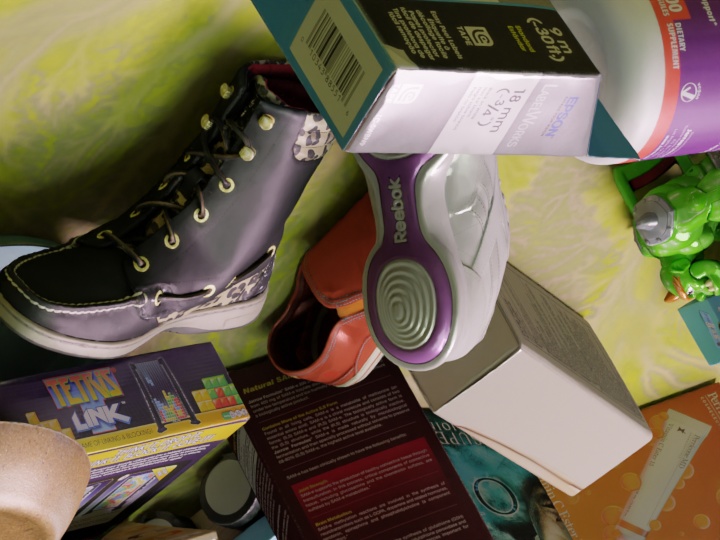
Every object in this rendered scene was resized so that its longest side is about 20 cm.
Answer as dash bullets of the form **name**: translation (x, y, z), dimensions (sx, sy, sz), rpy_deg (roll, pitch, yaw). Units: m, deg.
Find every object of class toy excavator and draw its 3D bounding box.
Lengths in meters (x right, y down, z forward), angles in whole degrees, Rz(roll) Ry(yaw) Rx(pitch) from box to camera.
- **toy excavator**: translation (-0.076, 0.247, 1.816), dimensions (0.194, 0.201, 0.100), rpy_deg (-40, 147, 16)

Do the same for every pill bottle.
- **pill bottle**: translation (0.201, -0.124, 1.604), dimensions (0.199, 0.113, 0.113), rpy_deg (-9, 143, -30)

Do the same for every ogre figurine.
- **ogre figurine**: translation (0.224, -0.042, 1.752), dimensions (0.119, 0.200, 0.099), rpy_deg (-20, 104, 4)

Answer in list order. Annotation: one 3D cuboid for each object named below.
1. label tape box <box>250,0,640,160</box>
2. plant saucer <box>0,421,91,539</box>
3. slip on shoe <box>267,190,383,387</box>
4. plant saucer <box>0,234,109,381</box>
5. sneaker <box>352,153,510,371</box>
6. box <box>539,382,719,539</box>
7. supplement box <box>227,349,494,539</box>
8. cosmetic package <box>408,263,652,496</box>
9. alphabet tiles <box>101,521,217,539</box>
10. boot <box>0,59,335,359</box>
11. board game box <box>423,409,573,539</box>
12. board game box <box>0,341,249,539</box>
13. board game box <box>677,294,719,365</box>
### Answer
- **label tape box**: translation (0.052, -0.128, 1.453), dimensions (0.199, 0.145, 0.063), rpy_deg (-1, 137, -38)
- **plant saucer**: translation (-0.233, 0.142, 1.480), dimensions (0.199, 0.036, 0.201), rpy_deg (-16, 155, -7)
- **slip on shoe**: translation (0.000, 0.000, 1.662), dimensions (0.061, 0.074, 0.200), rpy_deg (-3, 144, -30)
- **plant saucer**: translation (-0.229, 0.045, 1.581), dimensions (0.199, 0.028, 0.201), rpy_deg (-21, 147, -14)
- **sneaker**: translation (0.041, -0.048, 1.561), dimensions (0.074, 0.202, 0.099), rpy_deg (4, -177, 27)
- **box**: translation (0.190, 0.182, 2.006), dimensions (0.199, 0.125, 0.098), rpy_deg (-19, 146, -17)
- **supplement box**: translation (0.000, 0.137, 1.725), dimensions (0.108, 0.201, 0.061), rpy_deg (-18, 148, -16)
- **cosmetic package**: translation (0.097, 0.059, 1.786), dimensions (0.073, 0.104, 0.200), rpy_deg (-37, 146, 14)
- **alphabet tiles**: translation (-0.184, 0.177, 1.706), dimensions (0.166, 0.008, 0.200), rpy_deg (-14, -178, -23)
- **boot**: translation (-0.098, -0.037, 1.504), dimensions (0.203, 0.073, 0.154), rpy_deg (-8, 134, -51)
- **board game box**: translation (0.044, 0.148, 1.836), dimensions (0.199, 0.136, 0.028), rpy_deg (4, 136, -42)
- **board game box**: translation (-0.186, 0.114, 1.616), dimensions (0.165, 0.057, 0.199), rpy_deg (-40, 161, 34)
- **board game box**: translation (0.301, -0.002, 1.812), dimensions (0.150, 0.047, 0.200), rpy_deg (-30, 178, -11)
